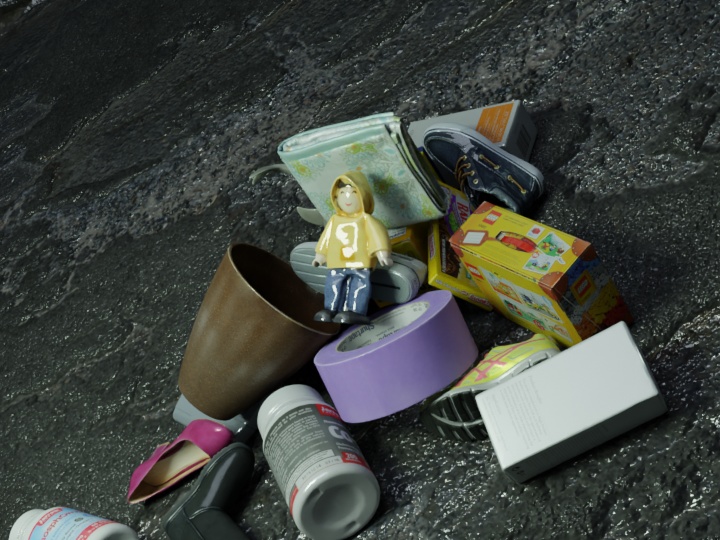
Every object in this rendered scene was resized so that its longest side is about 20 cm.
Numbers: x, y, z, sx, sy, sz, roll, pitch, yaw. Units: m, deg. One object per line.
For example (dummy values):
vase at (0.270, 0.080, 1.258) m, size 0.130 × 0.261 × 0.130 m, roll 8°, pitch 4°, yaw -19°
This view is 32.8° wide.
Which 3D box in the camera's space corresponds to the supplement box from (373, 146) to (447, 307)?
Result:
supplement box at (0.060, -0.065, 1.790) m, size 0.108 × 0.110 × 0.202 m, roll -17°, pitch 40°, yaw 26°

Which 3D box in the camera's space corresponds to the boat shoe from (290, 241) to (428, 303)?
boat shoe at (0.000, 0.000, 1.676) m, size 0.198 × 0.074 × 0.067 m, roll 17°, pitch 31°, yaw 27°

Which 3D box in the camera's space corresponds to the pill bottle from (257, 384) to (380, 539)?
pill bottle at (-0.059, 0.239, 1.558) m, size 0.113 × 0.114 × 0.200 m, roll -37°, pitch 36°, yaw 1°

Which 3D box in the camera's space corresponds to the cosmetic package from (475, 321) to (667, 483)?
cosmetic package at (0.242, 0.154, 1.411) m, size 0.198 × 0.074 × 0.103 m, roll -27°, pitch 59°, yaw 12°

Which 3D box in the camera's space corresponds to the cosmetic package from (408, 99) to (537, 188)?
cosmetic package at (0.161, -0.186, 1.869) m, size 0.198 × 0.071 × 0.102 m, roll -8°, pitch 45°, yaw 35°

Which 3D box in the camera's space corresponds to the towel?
towel at (0.005, -0.125, 1.661) m, size 0.198 × 0.172 × 0.048 m, roll -8°, pitch 40°, yaw 34°

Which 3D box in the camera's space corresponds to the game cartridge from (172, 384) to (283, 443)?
game cartridge at (-0.174, 0.150, 1.759) m, size 0.132 × 0.041 × 0.202 m, roll 20°, pitch 78°, yaw 34°

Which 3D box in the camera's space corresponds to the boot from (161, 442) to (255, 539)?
boot at (-0.162, 0.334, 1.580) m, size 0.165 × 0.066 × 0.200 m, roll -50°, pitch 34°, yaw -3°

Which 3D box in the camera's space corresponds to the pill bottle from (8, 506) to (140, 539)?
pill bottle at (-0.397, 0.388, 1.685) m, size 0.198 × 0.109 × 0.109 m, roll 3°, pitch 52°, yaw 42°

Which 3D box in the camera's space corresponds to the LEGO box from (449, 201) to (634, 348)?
LEGO box at (0.225, 0.012, 1.533) m, size 0.077 × 0.149 × 0.199 m, roll -46°, pitch 37°, yaw -12°

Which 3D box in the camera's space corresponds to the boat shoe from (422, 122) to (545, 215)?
boat shoe at (0.161, -0.141, 1.751) m, size 0.199 × 0.071 × 0.091 m, roll 28°, pitch 49°, yaw 19°

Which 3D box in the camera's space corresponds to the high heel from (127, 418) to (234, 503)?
high heel at (-0.254, 0.270, 1.704) m, size 0.199 × 0.068 × 0.096 m, roll -21°, pitch 28°, yaw 42°

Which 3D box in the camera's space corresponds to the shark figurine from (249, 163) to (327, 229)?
shark figurine at (-0.061, -0.102, 1.830) m, size 0.128 × 0.215 × 0.090 m, roll -39°, pitch 24°, yaw 7°

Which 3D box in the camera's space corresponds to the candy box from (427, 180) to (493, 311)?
candy box at (0.141, -0.038, 1.704) m, size 0.026 × 0.101 × 0.201 m, roll -49°, pitch 26°, yaw 37°

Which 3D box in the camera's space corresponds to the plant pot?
plant pot at (-0.158, 0.098, 1.664) m, size 0.201 × 0.186 × 0.187 m, roll -52°, pitch 33°, yaw 16°

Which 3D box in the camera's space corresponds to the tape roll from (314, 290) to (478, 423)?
tape roll at (0.045, 0.108, 1.566) m, size 0.198 × 0.086 × 0.200 m, roll -25°, pitch 10°, yaw 5°

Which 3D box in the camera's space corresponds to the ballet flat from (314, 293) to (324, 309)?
ballet flat at (-0.010, 0.014, 1.801) m, size 0.067 × 0.064 × 0.200 m, roll -39°, pitch 10°, yaw 36°

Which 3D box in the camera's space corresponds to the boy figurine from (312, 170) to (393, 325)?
boy figurine at (-0.009, -0.030, 1.598) m, size 0.123 × 0.064 × 0.203 m, roll 7°, pitch 90°, yaw 36°

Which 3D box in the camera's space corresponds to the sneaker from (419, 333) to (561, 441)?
sneaker at (0.165, 0.142, 1.519) m, size 0.198 × 0.079 × 0.091 m, roll -24°, pitch 30°, yaw 9°
